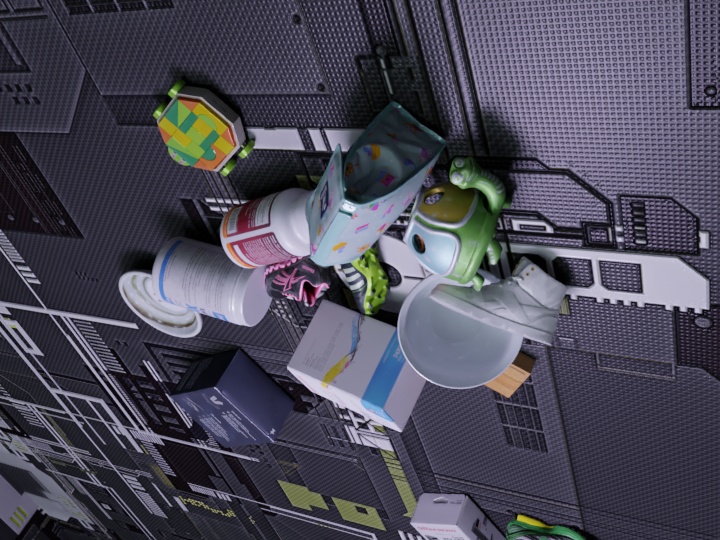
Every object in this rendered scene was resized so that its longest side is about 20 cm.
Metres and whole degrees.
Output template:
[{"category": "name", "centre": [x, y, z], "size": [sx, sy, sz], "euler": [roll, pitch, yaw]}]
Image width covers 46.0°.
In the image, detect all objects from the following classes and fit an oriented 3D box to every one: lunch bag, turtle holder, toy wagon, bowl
[{"category": "lunch bag", "centre": [0.005, -0.111, 1.187], "size": [0.122, 0.200, 0.170], "euler": [39, 144, 2]}, {"category": "turtle holder", "centre": [0.136, -0.064, 1.196], "size": [0.131, 0.141, 0.186], "euler": [19, 166, 0]}, {"category": "toy wagon", "centre": [-0.267, -0.218, 1.385], "size": [0.155, 0.040, 0.200], "euler": [40, 142, -14]}, {"category": "bowl", "centre": [0.159, 0.084, 1.379], "size": [0.200, 0.090, 0.202], "euler": [0, 99, 1]}]

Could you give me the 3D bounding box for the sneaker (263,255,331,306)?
[{"category": "sneaker", "centre": [-0.110, 0.024, 1.505], "size": [0.079, 0.096, 0.200], "euler": [1, 159, -32]}]

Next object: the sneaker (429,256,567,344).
[{"category": "sneaker", "centre": [0.213, 0.028, 1.295], "size": [0.199, 0.116, 0.074], "euler": [19, 179, -3]}]

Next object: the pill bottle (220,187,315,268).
[{"category": "pill bottle", "centre": [-0.130, -0.072, 1.403], "size": [0.200, 0.113, 0.113], "euler": [-11, 128, 42]}]

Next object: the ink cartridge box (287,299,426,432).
[{"category": "ink cartridge box", "centre": [0.002, 0.170, 1.524], "size": [0.200, 0.146, 0.147], "euler": [20, 163, 24]}]

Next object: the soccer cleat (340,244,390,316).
[{"category": "soccer cleat", "centre": [0.000, 0.000, 1.453], "size": [0.081, 0.067, 0.200], "euler": [34, 153, 33]}]

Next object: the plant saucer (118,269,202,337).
[{"category": "plant saucer", "centre": [-0.414, 0.059, 1.799], "size": [0.200, 0.050, 0.200], "euler": [18, 142, 14]}]

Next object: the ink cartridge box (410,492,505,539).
[{"category": "ink cartridge box", "centre": [0.233, 0.616, 1.993], "size": [0.147, 0.083, 0.200], "euler": [-13, 127, 43]}]

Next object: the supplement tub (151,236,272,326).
[{"category": "supplement tub", "centre": [-0.276, 0.019, 1.593], "size": [0.199, 0.132, 0.132], "euler": [16, 141, 20]}]

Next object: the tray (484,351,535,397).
[{"category": "tray", "centre": [0.198, 0.147, 1.507], "size": [0.200, 0.037, 0.099], "euler": [29, 143, 3]}]

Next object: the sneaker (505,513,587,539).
[{"category": "sneaker", "centre": [0.415, 0.605, 1.858], "size": [0.199, 0.085, 0.078], "euler": [8, 138, 25]}]

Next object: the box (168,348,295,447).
[{"category": "box", "centre": [-0.293, 0.296, 1.941], "size": [0.200, 0.118, 0.197], "euler": [-17, 124, 46]}]
